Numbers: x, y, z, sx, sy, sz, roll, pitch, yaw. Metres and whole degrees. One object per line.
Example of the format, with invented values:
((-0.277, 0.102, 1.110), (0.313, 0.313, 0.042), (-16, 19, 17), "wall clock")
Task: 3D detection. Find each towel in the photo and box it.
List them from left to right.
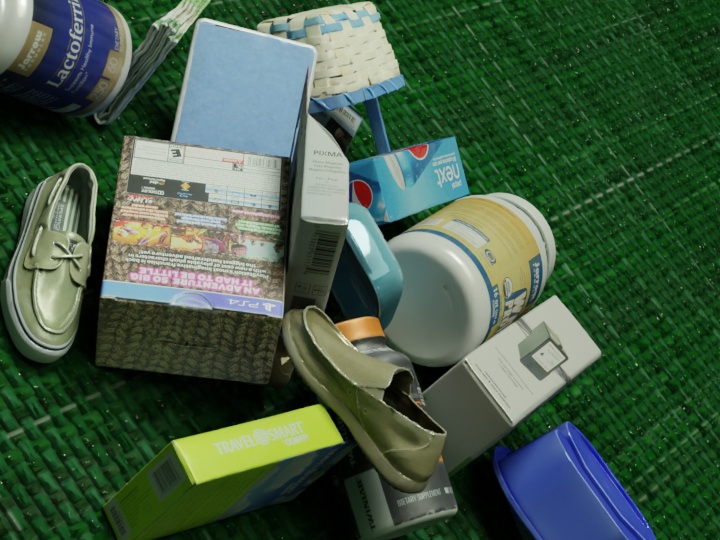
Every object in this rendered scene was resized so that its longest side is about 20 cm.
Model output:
((-0.195, -0.241, 1.647), (0.031, 0.149, 0.200), (39, 37, -11), "towel")

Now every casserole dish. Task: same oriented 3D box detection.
((0.000, 0.000, 1.602), (0.039, 0.200, 0.122), (-26, 76, -14), "casserole dish")

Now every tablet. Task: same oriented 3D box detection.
((-0.122, -0.142, 1.631), (0.129, 0.014, 0.201), (12, 84, -13), "tablet")

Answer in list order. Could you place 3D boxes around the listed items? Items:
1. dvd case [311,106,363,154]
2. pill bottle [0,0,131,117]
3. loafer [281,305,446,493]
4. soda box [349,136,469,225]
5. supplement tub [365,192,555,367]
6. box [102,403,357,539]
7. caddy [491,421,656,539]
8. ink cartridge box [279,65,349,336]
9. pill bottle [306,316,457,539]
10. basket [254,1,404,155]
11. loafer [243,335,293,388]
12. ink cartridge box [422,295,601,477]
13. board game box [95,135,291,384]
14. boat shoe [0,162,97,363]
((-0.079, -0.156, 1.793), (0.142, 0.018, 0.200), (38, 40, -12), "dvd case")
((-0.316, -0.219, 1.505), (0.200, 0.116, 0.116), (16, 46, -54), "pill bottle")
((0.008, 0.101, 1.429), (0.200, 0.068, 0.076), (50, 18, 17), "loafer")
((0.041, -0.092, 1.721), (0.200, 0.064, 0.068), (-22, 100, -61), "soda box")
((0.111, 0.004, 1.734), (0.145, 0.145, 0.200), (52, 38, 5), "supplement tub")
((-0.107, 0.173, 1.395), (0.199, 0.122, 0.048), (-9, 63, -47), "box")
((0.211, 0.251, 1.655), (0.200, 0.105, 0.141), (55, 14, 9), "caddy")
((-0.044, -0.063, 1.511), (0.057, 0.163, 0.201), (11, 48, -4), "ink cartridge box")
((0.012, 0.147, 1.522), (0.106, 0.106, 0.201), (-5, 72, -46), "pill bottle")
((-0.030, -0.179, 1.746), (0.176, 0.139, 0.201), (-22, 100, -58), "basket")
((-0.079, 0.041, 1.583), (0.067, 0.076, 0.200), (38, 47, -17), "loafer")
((0.134, 0.124, 1.652), (0.084, 0.145, 0.200), (52, 37, 7), "ink cartridge box")
((-0.150, -0.011, 1.486), (0.158, 0.097, 0.201), (7, 48, -7), "board game box")
((-0.272, -0.013, 1.444), (0.072, 0.062, 0.201), (22, 46, -30), "boat shoe")
